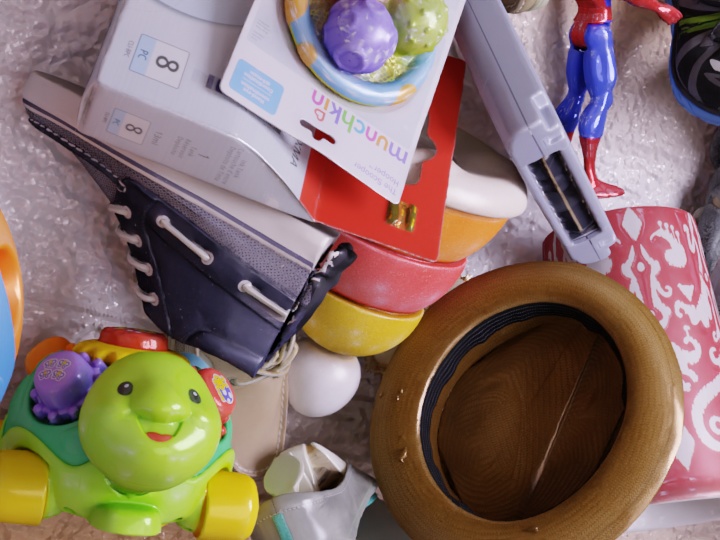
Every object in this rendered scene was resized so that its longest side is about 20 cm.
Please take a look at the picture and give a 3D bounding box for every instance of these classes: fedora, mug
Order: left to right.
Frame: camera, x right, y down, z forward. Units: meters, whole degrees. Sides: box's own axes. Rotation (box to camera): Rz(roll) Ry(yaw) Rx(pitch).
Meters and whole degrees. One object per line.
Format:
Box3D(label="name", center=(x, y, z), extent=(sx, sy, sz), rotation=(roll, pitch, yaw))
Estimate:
Box3D(label="fedora", center=(0.106, 0.096, 0.917), extent=(0.201, 0.200, 0.082), rotation=(-59, 155, -10))
Box3D(label="mug", center=(0.180, 0.074, 1.026), extent=(0.133, 0.178, 0.200), rotation=(2, 71, -26))

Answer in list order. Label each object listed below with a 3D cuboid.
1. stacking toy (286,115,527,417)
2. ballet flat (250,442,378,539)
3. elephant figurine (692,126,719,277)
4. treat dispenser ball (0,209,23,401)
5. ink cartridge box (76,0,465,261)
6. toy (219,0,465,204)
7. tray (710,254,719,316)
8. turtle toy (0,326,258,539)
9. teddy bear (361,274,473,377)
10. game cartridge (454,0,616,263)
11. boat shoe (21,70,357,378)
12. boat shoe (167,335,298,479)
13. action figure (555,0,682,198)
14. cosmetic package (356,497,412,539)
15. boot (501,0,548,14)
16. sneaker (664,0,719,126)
Box3D(label="stacking toy", center=(0.000, 0.000, 0.915), extent=(0.146, 0.146, 0.200), rotation=(10, 114, -38))
Box3D(label="ballet flat", center=(-0.028, 0.133, 0.886), extent=(0.067, 0.200, 0.064), rotation=(-27, 92, 5))
Box3D(label="elephant figurine", center=(0.309, -0.076, 1.119), extent=(0.142, 0.155, 0.200), rotation=(-74, 161, -50))
Box3D(label="treat dispenser ball", center=(-0.251, 0.016, 0.660), extent=(0.201, 0.201, 0.201), rotation=(-10, 107, -35))
Box3D(label="ink cartridge box", center=(-0.033, -0.107, 0.793), extent=(0.200, 0.047, 0.160), rotation=(20, 50, -11))
Box3D(label="toy", center=(0.012, -0.150, 0.784), extent=(0.115, 0.047, 0.200), rotation=(31, 57, -23))
Box3D(label="tray", center=(0.256, 0.051, 1.075), extent=(0.022, 0.107, 0.200), rotation=(8, 136, -1))
Box3D(label="turtle toy", center=(-0.121, 0.084, 0.781), extent=(0.145, 0.200, 0.101), rotation=(8, 93, -18))
Box3D(label="teddy bear", center=(0.069, 0.094, 1.011), extent=(0.200, 0.067, 0.145), rotation=(45, 61, -31))
Box3D(label="game cartridge", center=(0.103, -0.096, 0.921), extent=(0.041, 0.133, 0.200), rotation=(-23, 152, 11))
Box3D(label="boat shoe", center=(-0.109, -0.022, 0.798), extent=(0.200, 0.075, 0.093), rotation=(31, 97, 4))
Box3D(label="boat shoe", center=(-0.073, 0.039, 0.883), extent=(0.072, 0.065, 0.200), rotation=(-18, 111, -32))
Box3D(label="action figure", center=(0.179, -0.157, 1.023), extent=(0.099, 0.065, 0.200), rotation=(-11, 108, -25))
Box3D(label="cosmetic package", center=(0.049, 0.223, 0.935), extent=(0.073, 0.200, 0.104), rotation=(-35, 121, -24))
Box3D(label="boot", center=(0.029, -0.225, 0.892), extent=(0.155, 0.072, 0.200), rotation=(-33, 113, -27))
Box3D(label="sneaker", center=(0.249, -0.169, 1.007), extent=(0.071, 0.200, 0.083), rotation=(7, 139, -9))
